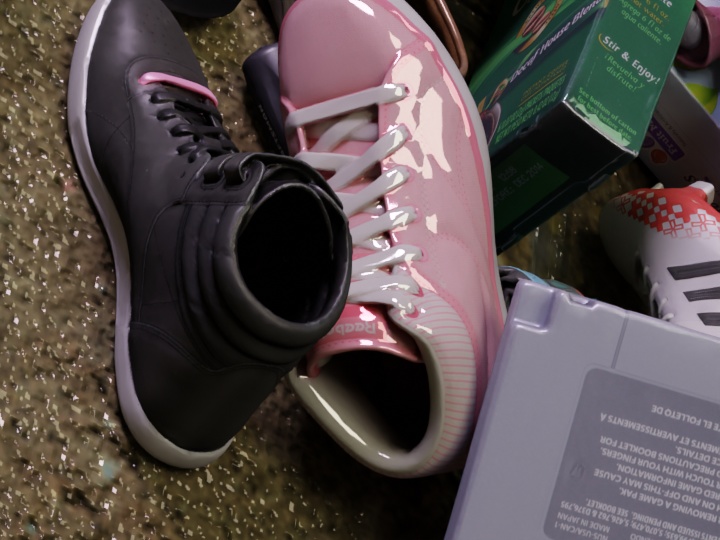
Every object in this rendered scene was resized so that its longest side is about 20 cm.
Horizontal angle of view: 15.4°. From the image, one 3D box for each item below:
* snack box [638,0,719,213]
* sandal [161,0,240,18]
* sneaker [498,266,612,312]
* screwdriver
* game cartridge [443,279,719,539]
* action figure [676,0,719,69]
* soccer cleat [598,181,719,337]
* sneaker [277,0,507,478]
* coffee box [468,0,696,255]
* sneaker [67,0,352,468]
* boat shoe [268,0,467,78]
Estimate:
[{"bbox_3d":[0.206,-0.065,1.315,0.200,0.053,0.142,47,43,-11],"label":"snack box"},{"bbox_3d":[-0.103,-0.194,1.094,0.076,0.043,0.201,-20,80,-49],"label":"sandal"},{"bbox_3d":[0.107,0.090,1.093,0.095,0.079,0.201,5,62,-46],"label":"sneaker"},{"bbox_3d":[0.000,0.000,1.094,0.028,0.029,0.201,-21,88,-50],"label":"screwdriver"},{"bbox_3d":[0.136,0.095,1.009,0.199,0.040,0.134,17,83,-3],"label":"game cartridge"},{"bbox_3d":[0.214,-0.100,1.226,0.201,0.133,0.150,-105,175,-53],"label":"action figure"},{"bbox_3d":[0.149,0.022,1.139,0.085,0.200,0.069,-35,127,-15],"label":"soccer cleat"},{"bbox_3d":[0.006,-0.014,1.025,0.105,0.075,0.202,-20,95,-67],"label":"sneaker"},{"bbox_3d":[0.097,-0.106,1.160,0.044,0.123,0.201,35,54,-14],"label":"coffee box"},{"bbox_3d":[-0.052,-0.036,0.998,0.070,0.099,0.201,12,55,-38],"label":"sneaker"},{"bbox_3d":[-0.012,-0.149,1.133,0.076,0.072,0.201,-22,82,-50],"label":"boat shoe"}]
